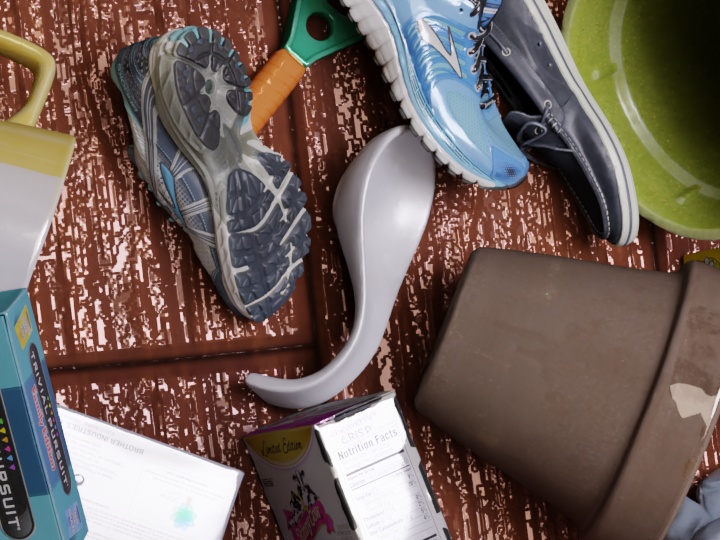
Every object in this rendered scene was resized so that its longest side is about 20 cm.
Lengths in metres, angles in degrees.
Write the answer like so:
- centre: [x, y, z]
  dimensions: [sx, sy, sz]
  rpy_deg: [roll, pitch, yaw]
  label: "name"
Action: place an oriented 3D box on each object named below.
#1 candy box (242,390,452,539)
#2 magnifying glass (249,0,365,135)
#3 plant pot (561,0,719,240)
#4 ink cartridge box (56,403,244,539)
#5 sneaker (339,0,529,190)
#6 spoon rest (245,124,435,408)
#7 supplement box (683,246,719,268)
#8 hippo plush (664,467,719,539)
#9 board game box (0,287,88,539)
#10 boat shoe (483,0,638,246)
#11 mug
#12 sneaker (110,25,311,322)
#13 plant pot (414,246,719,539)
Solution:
- centre: [0.008, 0.180, 1.407]
  dimensions: [0.061, 0.136, 0.200]
  rpy_deg: [-21, 90, -23]
  label: "candy box"
- centre: [-0.033, -0.153, 1.494]
  dimensions: [0.080, 0.022, 0.200]
  rpy_deg: [41, 72, -12]
  label: "magnifying glass"
- centre: [0.267, -0.147, 1.531]
  dimensions: [0.184, 0.200, 0.201]
  rpy_deg: [-28, 94, -33]
  label: "plant pot"
- centre: [-0.170, 0.194, 1.370]
  dimensions: [0.136, 0.076, 0.200]
  rpy_deg: [22, 75, -16]
  label: "ink cartridge box"
- centre: [0.058, -0.143, 1.460]
  dimensions: [0.090, 0.078, 0.200]
  rpy_deg: [-29, 98, 13]
  label: "sneaker"
- centre: [0.000, 0.000, 1.458]
  dimensions: [0.061, 0.099, 0.200]
  rpy_deg: [21, 77, 28]
  label: "spoon rest"
- centre: [0.333, 0.040, 1.561]
  dimensions: [0.199, 0.109, 0.109]
  rpy_deg: [2, 83, -20]
  label: "supplement box"
- centre: [0.283, 0.220, 1.488]
  dimensions: [0.159, 0.200, 0.161]
  rpy_deg: [-24, 101, 0]
  label: "hippo plush"
- centre: [-0.269, 0.101, 1.289]
  dimensions: [0.199, 0.047, 0.151]
  rpy_deg: [-9, 106, 10]
  label: "board game box"
- centre: [0.123, -0.102, 1.521]
  dimensions: [0.062, 0.075, 0.200]
  rpy_deg: [-28, 90, -13]
  label: "boat shoe"
- centre: [-0.261, -0.044, 1.349]
  dimensions: [0.153, 0.150, 0.187]
  rpy_deg: [19, 38, -9]
  label: "mug"
- centre: [-0.097, -0.061, 1.437]
  dimensions: [0.078, 0.086, 0.200]
  rpy_deg: [-37, 119, -40]
  label: "sneaker"
- centre: [0.133, 0.068, 1.453]
  dimensions: [0.174, 0.200, 0.201]
  rpy_deg: [21, 76, 0]
  label: "plant pot"
